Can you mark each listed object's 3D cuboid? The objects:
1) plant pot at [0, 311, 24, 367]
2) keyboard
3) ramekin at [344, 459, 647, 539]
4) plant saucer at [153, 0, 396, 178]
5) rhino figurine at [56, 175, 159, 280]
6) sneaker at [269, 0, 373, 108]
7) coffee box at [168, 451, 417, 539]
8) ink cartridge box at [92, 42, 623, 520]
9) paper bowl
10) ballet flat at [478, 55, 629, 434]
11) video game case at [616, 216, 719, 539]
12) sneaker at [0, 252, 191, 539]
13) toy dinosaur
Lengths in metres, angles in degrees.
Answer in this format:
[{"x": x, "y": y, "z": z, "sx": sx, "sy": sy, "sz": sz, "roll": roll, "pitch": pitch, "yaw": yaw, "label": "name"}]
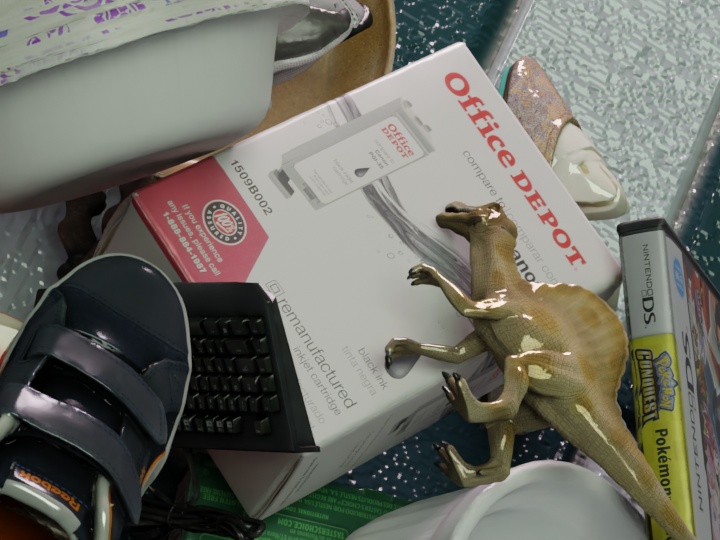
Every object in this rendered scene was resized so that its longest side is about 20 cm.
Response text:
[{"x": -0.190, "y": 0.108, "z": 1.092, "sx": 0.199, "sy": 0.177, "sz": 0.202, "roll": 7, "pitch": 69, "yaw": -18, "label": "plant pot"}, {"x": -0.085, "y": 0.068, "z": 1.137, "sx": 0.021, "sy": 0.199, "sz": 0.128, "roll": -22, "pitch": 101, "yaw": -34, "label": "keyboard"}, {"x": 0.060, "y": 0.192, "z": 1.156, "sx": 0.200, "sy": 0.097, "sz": 0.202, "roll": 17, "pitch": 67, "yaw": -45, "label": "ramekin"}, {"x": -0.081, "y": -0.128, "z": 1.298, "sx": 0.199, "sy": 0.035, "sz": 0.202, "roll": 7, "pitch": 68, "yaw": -18, "label": "plant saucer"}, {"x": -0.054, "y": 0.021, "z": 1.239, "sx": 0.199, "sy": 0.060, "sz": 0.088, "roll": 17, "pitch": 63, "yaw": -15, "label": "rhino figurine"}, {"x": -0.039, "y": -0.167, "z": 1.274, "sx": 0.115, "sy": 0.075, "sz": 0.201, "roll": 25, "pitch": 74, "yaw": -15, "label": "sneaker"}, {"x": -0.041, "y": 0.194, "z": 1.187, "sx": 0.122, "sy": 0.044, "sz": 0.201, "roll": 13, "pitch": 66, "yaw": -14, "label": "coffee box"}, {"x": 0.000, "y": 0.000, "z": 1.185, "sx": 0.199, "sy": 0.083, "sz": 0.147, "roll": -27, "pitch": 76, "yaw": -30, "label": "ink cartridge box"}, {"x": -0.118, "y": -0.092, "z": 1.110, "sx": 0.199, "sy": 0.200, "sz": 0.105, "roll": -17, "pitch": 89, "yaw": -24, "label": "paper bowl"}, {"x": 0.102, "y": -0.014, "z": 1.299, "sx": 0.067, "sy": 0.068, "sz": 0.202, "roll": -2, "pitch": 74, "yaw": 24, "label": "ballet flat"}, {"x": 0.167, "y": 0.091, "z": 1.230, "sx": 0.025, "sy": 0.200, "sz": 0.182, "roll": -10, "pitch": 69, "yaw": 18, "label": "video game case"}, {"x": -0.115, "y": 0.072, "z": 0.990, "sx": 0.078, "sy": 0.079, "sz": 0.201, "roll": 28, "pitch": 62, "yaw": -7, "label": "sneaker"}, {"x": 0.078, "y": 0.049, "z": 1.102, "sx": 0.101, "sy": 0.058, "sz": 0.201, "roll": -24, "pitch": 71, "yaw": -26, "label": "toy dinosaur"}]
